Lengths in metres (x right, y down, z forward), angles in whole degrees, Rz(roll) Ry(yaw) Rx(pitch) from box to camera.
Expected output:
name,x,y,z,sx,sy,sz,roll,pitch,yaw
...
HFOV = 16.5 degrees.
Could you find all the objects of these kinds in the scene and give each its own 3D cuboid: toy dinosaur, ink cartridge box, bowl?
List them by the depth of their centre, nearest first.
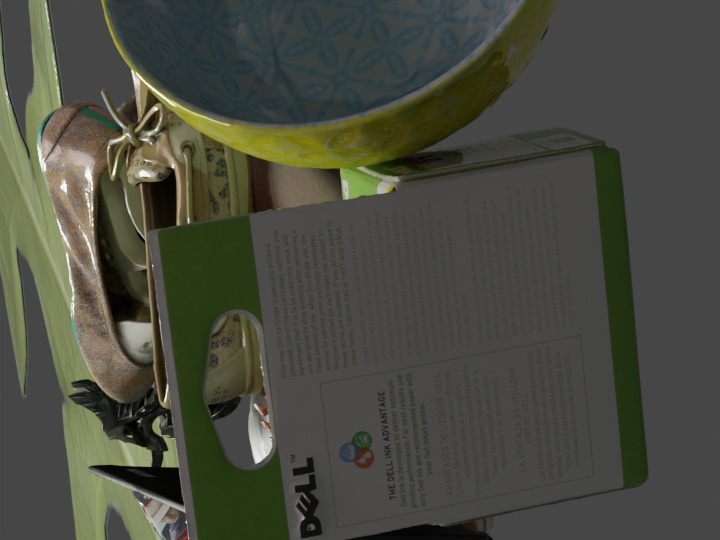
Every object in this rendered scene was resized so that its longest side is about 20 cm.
name,x,y,z,sx,sy,sz,roll,pitch,yaw
ink cartridge box,0.010,0.029,1.034,0.076,0.199,0.148,-150,52,-71
bowl,0.001,-0.117,1.056,0.108,0.200,0.201,58,-170,-57
toy dinosaur,-0.094,0.047,1.476,0.136,0.102,0.200,-47,42,18

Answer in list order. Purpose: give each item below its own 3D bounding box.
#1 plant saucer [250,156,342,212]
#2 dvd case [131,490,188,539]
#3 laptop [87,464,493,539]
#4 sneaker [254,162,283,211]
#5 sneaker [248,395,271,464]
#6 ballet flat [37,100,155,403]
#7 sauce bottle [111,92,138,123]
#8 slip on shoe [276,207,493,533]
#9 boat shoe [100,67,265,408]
name,x,y,z,sx,sy,sz,roll,pitch,yaw
plant saucer,0.000,0.000,1.258,0.200,0.034,0.201,41,150,30
dvd case,-0.024,0.187,1.240,0.146,0.022,0.200,34,-172,-39
laptop,-0.007,0.158,1.152,0.177,0.103,0.200,12,133,61
sneaker,-0.028,-0.068,1.319,0.200,0.092,0.076,107,150,-58
sneaker,-0.046,0.032,1.529,0.088,0.075,0.201,-46,61,57
ballet flat,-0.128,0.000,1.370,0.067,0.068,0.200,14,135,31
sauce bottle,-0.069,-0.020,1.427,0.200,0.065,0.065,48,160,5
slip on shoe,0.000,0.061,1.223,0.074,0.061,0.200,5,123,59
boat shoe,-0.089,-0.031,1.241,0.073,0.062,0.201,156,101,-70
